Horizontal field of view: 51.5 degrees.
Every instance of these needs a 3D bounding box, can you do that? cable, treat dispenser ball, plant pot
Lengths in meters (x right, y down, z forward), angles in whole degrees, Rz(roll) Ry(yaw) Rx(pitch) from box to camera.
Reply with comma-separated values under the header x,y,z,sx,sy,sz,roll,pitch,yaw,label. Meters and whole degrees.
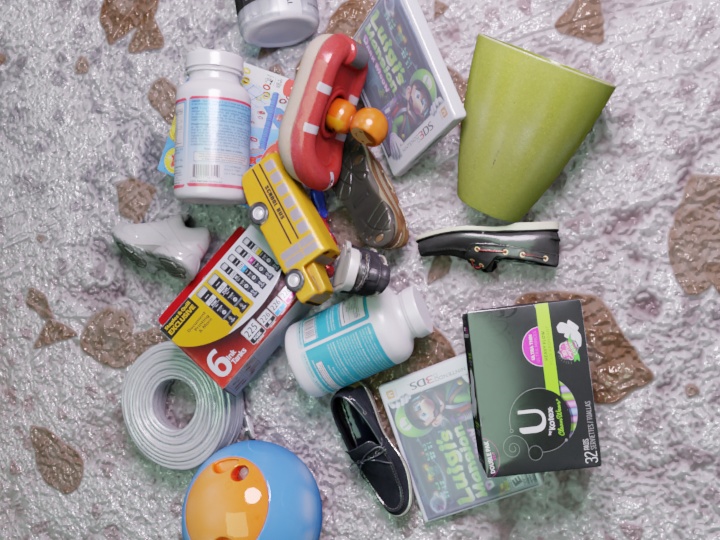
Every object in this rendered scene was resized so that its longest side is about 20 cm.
x,y,z,sx,sy,sz,roll,pitch,yaw,label
-0.276,0.207,1.152,0.196,0.069,0.204,-19,84,16,cable
-0.151,0.342,1.045,0.196,0.200,0.206,0,89,16,treat dispenser ball
0.201,-0.175,0.970,0.184,0.187,0.204,26,111,15,plant pot

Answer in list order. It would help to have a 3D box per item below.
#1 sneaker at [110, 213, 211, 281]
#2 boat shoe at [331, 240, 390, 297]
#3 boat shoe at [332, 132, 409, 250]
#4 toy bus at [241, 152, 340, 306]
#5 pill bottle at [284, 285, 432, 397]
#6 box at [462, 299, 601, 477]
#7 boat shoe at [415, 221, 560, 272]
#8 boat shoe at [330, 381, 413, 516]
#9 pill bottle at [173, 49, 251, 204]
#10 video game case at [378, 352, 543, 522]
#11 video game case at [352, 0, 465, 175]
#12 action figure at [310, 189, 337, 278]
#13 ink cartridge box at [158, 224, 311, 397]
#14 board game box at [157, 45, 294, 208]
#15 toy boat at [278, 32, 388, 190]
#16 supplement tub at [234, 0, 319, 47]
x,y,z,sx,sy,sz,roll,pitch,yaw,label
-0.306,-0.048,1.171,0.197,0.079,0.100,17,57,30,sneaker
0.000,0.000,1.017,0.059,0.200,0.076,15,87,-7,boat shoe
0.012,-0.111,1.069,0.075,0.073,0.203,-35,60,28,boat shoe
-0.091,-0.054,1.024,0.077,0.065,0.203,-33,74,11,toy bus
0.000,0.093,1.050,0.197,0.111,0.113,-24,83,15,pill bottle
0.214,0.146,0.963,0.145,0.124,0.205,-7,86,4,box
0.171,-0.030,1.018,0.196,0.074,0.065,-1,87,15,boat shoe
0.012,0.256,1.062,0.074,0.062,0.204,-30,79,32,boat shoe
-0.208,-0.199,1.057,0.106,0.109,0.206,2,90,16,pill bottle
0.138,0.229,1.052,0.179,0.023,0.204,-22,83,16,video game case
0.053,-0.256,1.011,0.023,0.181,0.204,-18,81,-28,video game case
-0.063,-0.089,1.096,0.050,0.065,0.205,-10,85,-6,action figure
-0.186,0.046,1.089,0.175,0.084,0.201,38,79,14,ink cartridge box
-0.187,-0.211,1.137,0.196,0.056,0.200,22,95,16,board game box
-0.023,-0.202,0.996,0.129,0.130,0.204,24,103,19,toy boat
-0.132,-0.443,1.089,0.120,0.122,0.205,-10,87,16,supplement tub
